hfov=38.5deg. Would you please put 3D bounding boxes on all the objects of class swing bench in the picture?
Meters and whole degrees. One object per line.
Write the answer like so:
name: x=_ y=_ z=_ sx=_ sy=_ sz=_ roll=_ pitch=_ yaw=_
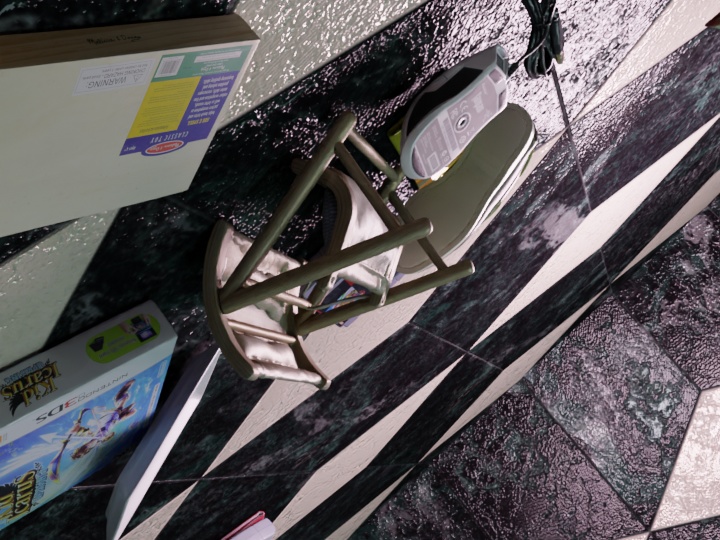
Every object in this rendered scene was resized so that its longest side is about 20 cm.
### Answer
swing bench: x=-0.027 y=-0.005 z=0.901 sx=0.199 sy=0.131 sz=0.199 roll=-38 pitch=164 yaw=7

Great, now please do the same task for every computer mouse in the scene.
computer mouse: x=0.098 y=-0.163 z=0.897 sx=0.199 sy=0.044 sz=0.110 roll=-42 pitch=148 yaw=-9

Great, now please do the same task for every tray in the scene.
tray: x=-0.191 y=0.159 z=0.984 sx=0.108 sy=0.022 sz=0.201 roll=-61 pitch=-178 yaw=45

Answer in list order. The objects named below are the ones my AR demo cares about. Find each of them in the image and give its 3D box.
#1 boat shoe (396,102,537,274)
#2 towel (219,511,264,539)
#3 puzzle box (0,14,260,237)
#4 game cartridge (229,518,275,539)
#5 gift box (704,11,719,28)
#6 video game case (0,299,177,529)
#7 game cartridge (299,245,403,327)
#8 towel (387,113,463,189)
boat shoe: x=0.105 y=-0.074 z=1.037 sx=0.203 sy=0.072 sz=0.060 roll=-50 pitch=159 yaw=6
towel: x=-0.232 y=0.498 z=1.808 sx=0.144 sy=0.023 sz=0.201 roll=-33 pitch=160 yaw=-28
puzzle box: x=-0.157 y=-0.083 z=0.601 sx=0.198 sy=0.025 sz=0.134 roll=-21 pitch=153 yaw=-48
game cartridge: x=-0.229 y=0.497 z=1.724 sx=0.199 sy=0.041 sz=0.134 roll=-28 pitch=151 yaw=-44
gift box: x=0.347 y=-0.322 z=0.870 sx=0.198 sy=0.186 sz=0.187 roll=-35 pitch=153 yaw=0
video game case: x=-0.252 y=0.130 z=0.868 sx=0.180 sy=0.046 sz=0.201 roll=-28 pitch=158 yaw=-35
game cartridge: x=0.000 y=0.000 z=1.119 sx=0.130 sy=0.038 sz=0.200 roll=-46 pitch=162 yaw=0
towel: x=0.080 y=-0.125 z=1.016 sx=0.086 sy=0.018 sz=0.200 roll=-43 pitch=162 yaw=1
